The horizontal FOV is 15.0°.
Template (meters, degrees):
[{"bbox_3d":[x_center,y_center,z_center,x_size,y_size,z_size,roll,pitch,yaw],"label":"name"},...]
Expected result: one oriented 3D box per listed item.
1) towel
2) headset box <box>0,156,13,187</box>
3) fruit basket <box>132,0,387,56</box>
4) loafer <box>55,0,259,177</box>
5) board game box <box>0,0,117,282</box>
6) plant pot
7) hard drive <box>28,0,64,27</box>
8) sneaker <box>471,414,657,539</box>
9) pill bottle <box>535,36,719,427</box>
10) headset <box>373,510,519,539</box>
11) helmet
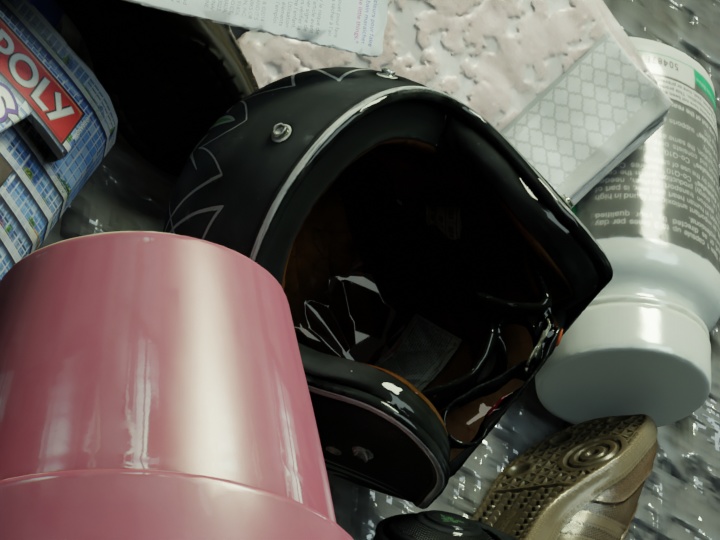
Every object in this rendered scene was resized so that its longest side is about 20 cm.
[{"bbox_3d":[0.044,-0.093,1.425,0.200,0.032,0.191,-43,108,-11],"label":"towel"},{"bbox_3d":[-0.262,-0.064,1.077,0.200,0.149,0.075,48,41,-16],"label":"headset box"},{"bbox_3d":[-0.073,-0.202,1.221,0.200,0.094,0.185,11,79,-27],"label":"fruit basket"},{"bbox_3d":[-0.099,-0.130,1.322,0.071,0.073,0.200,-78,148,-48],"label":"loafer"},{"bbox_3d":[-0.190,-0.101,1.204,0.200,0.062,0.200,47,43,-17],"label":"board game box"},{"bbox_3d":[-0.094,0.091,1.128,0.200,0.200,0.179,25,52,-36],"label":"plant pot"},{"bbox_3d":[-0.211,-0.124,1.262,0.132,0.025,0.200,44,43,-20],"label":"hard drive"},{"bbox_3d":[0.100,0.148,1.424,0.200,0.070,0.076,-40,117,-44],"label":"sneaker"},{"bbox_3d":[0.145,-0.020,1.516,0.113,0.113,0.200,27,50,-35],"label":"pill bottle"},{"bbox_3d":[0.030,0.171,1.255,0.200,0.094,0.124,33,82,-46],"label":"headset"},{"bbox_3d":[0.000,0.000,1.286,0.191,0.200,0.200,38,41,4],"label":"helmet"}]
